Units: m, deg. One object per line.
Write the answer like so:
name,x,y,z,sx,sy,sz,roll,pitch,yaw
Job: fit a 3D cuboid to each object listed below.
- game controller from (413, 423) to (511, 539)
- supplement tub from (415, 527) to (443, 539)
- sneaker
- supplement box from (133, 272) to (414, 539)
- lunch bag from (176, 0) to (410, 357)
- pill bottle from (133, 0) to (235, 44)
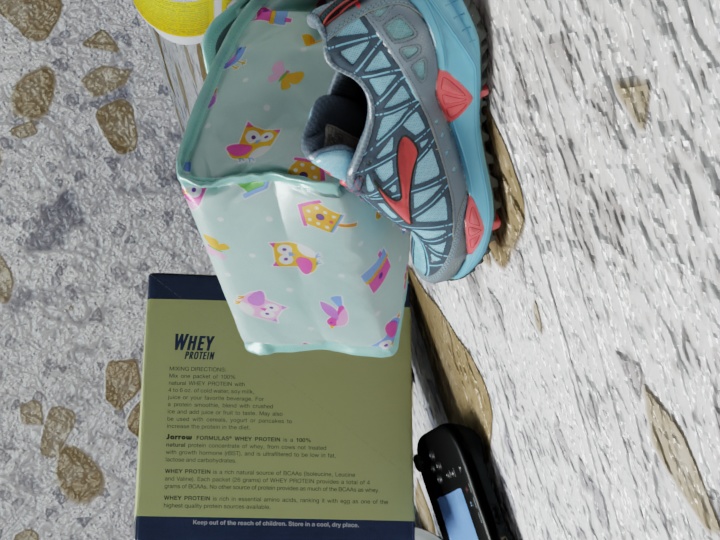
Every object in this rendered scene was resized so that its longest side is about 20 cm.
game controller,0.086,0.204,1.093,0.104,0.042,0.202,113,139,-77
supplement tub,0.040,0.331,1.374,0.123,0.122,0.201,-119,14,-53
sneaker,0.014,-0.070,0.820,0.080,0.095,0.201,-116,12,-47
supplement box,-0.065,0.121,1.177,0.134,0.198,0.202,106,165,-67
lunch bag,-0.027,-0.075,0.958,0.171,0.121,0.201,73,-158,-51
pill bottle,-0.170,-0.293,1.528,0.200,0.112,0.113,112,140,-76
